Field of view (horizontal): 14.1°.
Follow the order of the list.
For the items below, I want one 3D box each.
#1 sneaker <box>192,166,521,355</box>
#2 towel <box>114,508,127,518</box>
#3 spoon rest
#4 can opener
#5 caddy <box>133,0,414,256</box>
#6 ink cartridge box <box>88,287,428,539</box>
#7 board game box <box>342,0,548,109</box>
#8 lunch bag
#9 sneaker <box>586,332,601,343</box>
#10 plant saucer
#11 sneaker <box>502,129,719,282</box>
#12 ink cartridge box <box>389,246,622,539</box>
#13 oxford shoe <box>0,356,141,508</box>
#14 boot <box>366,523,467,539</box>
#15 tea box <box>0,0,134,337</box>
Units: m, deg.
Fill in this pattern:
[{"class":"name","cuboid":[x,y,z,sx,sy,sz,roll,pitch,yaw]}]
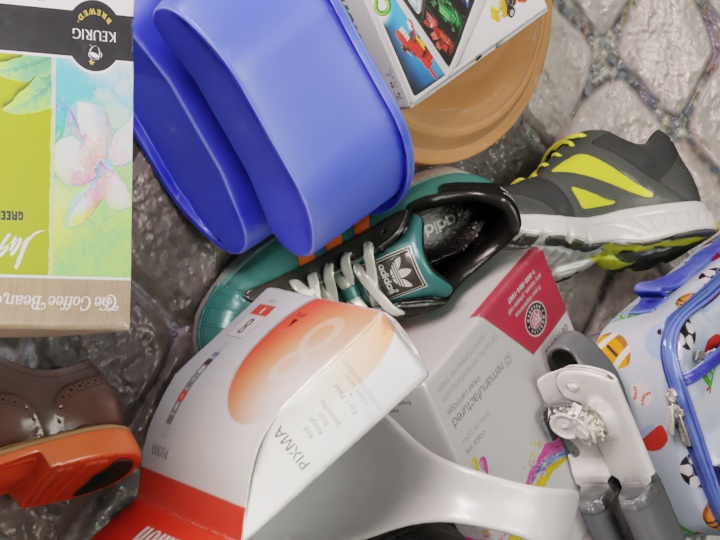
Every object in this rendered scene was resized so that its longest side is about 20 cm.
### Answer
[{"class":"sneaker","cuboid":[0.000,0.000,1.620,0.200,0.080,0.071,-31,107,-19]},{"class":"towel","cuboid":[-0.041,0.150,1.645,0.200,0.024,0.145,-33,112,-35]},{"class":"spoon rest","cuboid":[0.015,0.114,1.563,0.061,0.200,0.099,44,57,-73]},{"class":"can opener","cuboid":[0.157,0.128,1.671,0.066,0.053,0.200,-49,125,-45]},{"class":"caddy","cuboid":[-0.052,-0.102,1.561,0.105,0.141,0.200,-41,115,-28]},{"class":"ink cartridge box","cuboid":[-0.078,0.091,1.495,0.200,0.162,0.050,-39,108,-16]},{"class":"board game box","cuboid":[0.020,-0.205,1.607,0.126,0.035,0.200,-36,111,-36]},{"class":"lunch bag","cuboid":[0.223,0.063,1.749,0.200,0.076,0.160,-36,112,-47]},{"class":"sneaker","cuboid":[0.180,0.091,1.799,0.200,0.074,0.116,-8,91,-42]},{"class":"plant saucer","cuboid":[0.039,-0.160,1.666,0.200,0.032,0.201,1,89,-41]},{"class":"sneaker","cuboid":[0.123,-0.041,1.767,0.200,0.074,0.085,-2,65,-35]},{"class":"ink cartridge box","cuboid":[0.074,0.107,1.678,0.148,0.086,0.200,-49,122,-43]},{"class":"oxford shoe","cuboid":[-0.211,0.084,1.480,0.200,0.071,0.073,-3,63,-38]},{"class":"boot","cuboid":[-0.028,0.220,1.598,0.200,0.070,0.132,-7,122,-19]},{"class":"tea box","cuboid":[-0.216,-0.066,1.378,0.134,0.200,0.197,0,88,-41]}]
